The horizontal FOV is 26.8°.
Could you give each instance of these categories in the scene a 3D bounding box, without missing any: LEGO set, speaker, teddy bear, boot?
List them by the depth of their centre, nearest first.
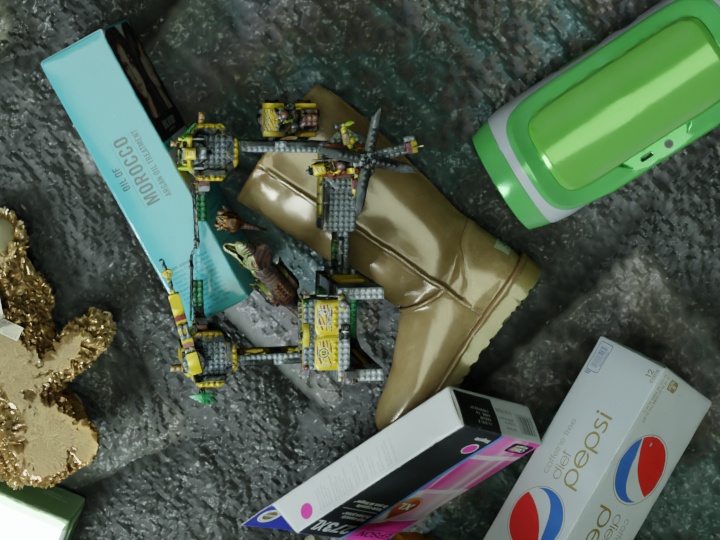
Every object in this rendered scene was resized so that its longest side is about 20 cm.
[{"bbox_3d":[-0.049,-0.008,0.941,0.152,0.116,0.202,7,95,-11],"label":"LEGO set"},{"bbox_3d":[0.175,-0.110,0.981,0.199,0.089,0.089,-33,99,13],"label":"speaker"},{"bbox_3d":[0.000,0.000,1.042,0.199,0.066,0.176,36,98,-3],"label":"boot"},{"bbox_3d":[-0.249,0.055,1.085,0.145,0.067,0.200,-41,91,5],"label":"teddy bear"}]

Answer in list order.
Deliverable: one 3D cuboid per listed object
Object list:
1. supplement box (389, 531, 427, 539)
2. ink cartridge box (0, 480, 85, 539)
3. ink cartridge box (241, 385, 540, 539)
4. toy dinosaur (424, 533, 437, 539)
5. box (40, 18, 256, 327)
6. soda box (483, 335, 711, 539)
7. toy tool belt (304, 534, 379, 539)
[{"bbox_3d":[0.059,0.294,1.036,0.126,0.074,0.200,-45,73,3],"label":"supplement box"},{"bbox_3d":[-0.308,0.238,1.141,0.144,0.048,0.201,22,107,0],"label":"ink cartridge box"},{"bbox_3d":[0.020,0.146,1.038,0.199,0.094,0.037,-34,58,29],"label":"ink cartridge box"},{"bbox_3d":[-0.006,0.274,1.123,0.199,0.060,0.107,-36,78,5],"label":"toy dinosaur"},{"bbox_3d":[-0.138,-0.068,1.025,0.049,0.082,0.201,-26,101,10],"label":"box"},{"bbox_3d":[0.152,0.151,1.023,0.068,0.064,0.201,32,88,-41],"label":"soda box"},{"bbox_3d":[-0.001,0.267,0.952,0.124,0.123,0.202,-13,77,12],"label":"toy tool belt"}]
